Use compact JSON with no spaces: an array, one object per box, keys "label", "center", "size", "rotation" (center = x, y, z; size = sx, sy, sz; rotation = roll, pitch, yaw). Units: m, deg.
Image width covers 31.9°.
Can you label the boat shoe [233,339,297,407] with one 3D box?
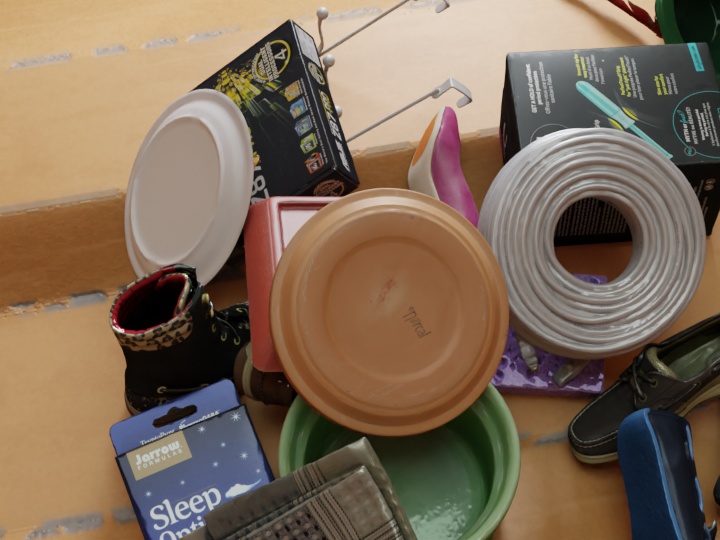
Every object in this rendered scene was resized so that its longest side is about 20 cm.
[{"label":"boat shoe","center":[-0.021,0.059,1.130],"size":[0.074,0.075,0.202],"rotation":[20,46,34]}]

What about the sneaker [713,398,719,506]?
[{"label":"sneaker","center":[0.344,0.122,1.107],"size":[0.080,0.074,0.201],"rotation":[15,55,29]}]

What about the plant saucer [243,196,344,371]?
[{"label":"plant saucer","center":[0.000,0.000,1.098],"size":[0.197,0.037,0.201],"rotation":[0,45,-9]}]

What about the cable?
[{"label":"cable","center":[0.199,-0.024,1.096],"size":[0.199,0.069,0.201],"rotation":[-30,89,-2]}]

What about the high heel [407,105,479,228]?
[{"label":"high heel","center":[0.098,-0.077,1.249],"size":[0.095,0.068,0.201],"rotation":[22,46,-12]}]

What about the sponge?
[{"label":"sponge","center":[0.125,0.055,1.156],"size":[0.197,0.030,0.113],"rotation":[4,73,4]}]

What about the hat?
[{"label":"hat","center":[0.347,-0.276,1.389],"size":[0.165,0.176,0.202],"rotation":[-29,98,-19]}]

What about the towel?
[{"label":"towel","center":[-0.035,0.253,0.959],"size":[0.191,0.034,0.202],"rotation":[-30,79,19]}]

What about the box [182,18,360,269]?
[{"label":"box","center":[-0.096,-0.126,1.244],"size":[0.160,0.049,0.202],"rotation":[-32,55,22]}]

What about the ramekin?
[{"label":"ramekin","center":[0.032,0.172,1.057],"size":[0.197,0.098,0.202],"rotation":[-1,57,1]}]

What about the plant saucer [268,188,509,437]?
[{"label":"plant saucer","center":[0.025,0.033,1.018],"size":[0.197,0.032,0.203],"rotation":[1,83,-9]}]

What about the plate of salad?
[{"label":"plate of salad","center":[-0.160,-0.072,1.201],"size":[0.048,0.200,0.201],"rotation":[12,43,-44]}]

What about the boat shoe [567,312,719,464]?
[{"label":"boat shoe","center":[0.261,0.092,1.090],"size":[0.199,0.066,0.072],"rotation":[-30,37,5]}]

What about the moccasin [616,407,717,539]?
[{"label":"moccasin","center":[0.263,0.211,1.020],"size":[0.067,0.080,0.203],"rotation":[1,79,-29]}]

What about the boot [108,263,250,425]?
[{"label":"boot","center":[-0.123,0.047,1.110],"size":[0.202,0.154,0.074],"rotation":[-27,60,-16]}]

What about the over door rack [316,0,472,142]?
[{"label":"over door rack","center":[0.003,-0.209,1.292],"size":[0.198,0.067,0.149],"rotation":[-20,56,17]}]

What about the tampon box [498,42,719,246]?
[{"label":"tampon box","center":[0.242,-0.121,1.225],"size":[0.197,0.127,0.151],"rotation":[-3,57,0]}]

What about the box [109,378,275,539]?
[{"label":"box","center":[-0.128,0.197,1.060],"size":[0.120,0.032,0.202],"rotation":[-21,71,-11]}]
